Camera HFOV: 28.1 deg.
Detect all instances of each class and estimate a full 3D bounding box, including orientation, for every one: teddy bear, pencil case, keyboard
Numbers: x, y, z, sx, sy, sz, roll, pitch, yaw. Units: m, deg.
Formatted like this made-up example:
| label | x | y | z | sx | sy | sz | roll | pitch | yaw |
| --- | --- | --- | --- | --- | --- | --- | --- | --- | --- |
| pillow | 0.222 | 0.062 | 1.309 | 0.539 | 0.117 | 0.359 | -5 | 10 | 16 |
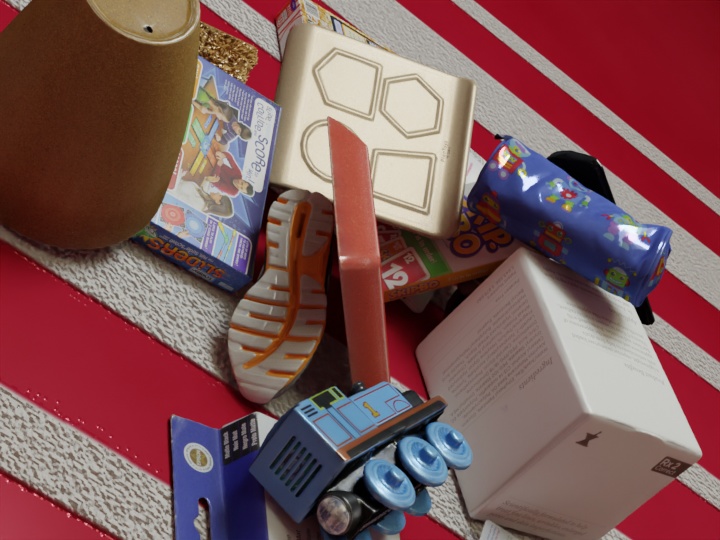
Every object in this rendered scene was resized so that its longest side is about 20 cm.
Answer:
| label | x | y | z | sx | sy | sz | roll | pitch | yaw |
| --- | --- | --- | --- | --- | --- | --- | --- | --- | --- |
| teddy bear | -0.198 | -0.225 | 1.382 | 0.198 | 0.067 | 0.145 | 21 | 9 | -33 |
| pencil case | 0.196 | -0.047 | 1.339 | 0.199 | 0.079 | 0.087 | 32 | 46 | 16 |
| keyboard | 0.237 | -0.040 | 1.427 | 0.040 | 0.104 | 0.202 | -39 | 123 | -26 |

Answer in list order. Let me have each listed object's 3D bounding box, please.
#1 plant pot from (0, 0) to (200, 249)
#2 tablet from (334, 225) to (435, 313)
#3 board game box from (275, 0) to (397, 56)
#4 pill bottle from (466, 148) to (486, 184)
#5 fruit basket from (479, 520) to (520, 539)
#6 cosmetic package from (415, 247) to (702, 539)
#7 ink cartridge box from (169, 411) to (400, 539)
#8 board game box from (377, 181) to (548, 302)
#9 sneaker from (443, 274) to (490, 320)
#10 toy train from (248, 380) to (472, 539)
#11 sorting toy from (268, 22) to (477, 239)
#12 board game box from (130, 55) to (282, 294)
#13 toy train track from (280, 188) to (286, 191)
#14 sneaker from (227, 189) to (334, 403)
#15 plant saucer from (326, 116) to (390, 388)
| label | x | y | z | sx | sy | sz | roll | pitch | yaw |
| --- | --- | --- | --- | --- | --- | --- | --- | --- | --- |
| plant pot | -0.201 | -0.150 | 1.102 | 0.184 | 0.200 | 0.188 | 16 | 52 | -21 |
| tablet | 0.044 | -0.040 | 1.530 | 0.130 | 0.014 | 0.200 | 45 | 29 | -4 |
| board game box | -0.001 | -0.216 | 1.654 | 0.199 | 0.046 | 0.153 | 27 | 34 | -31 |
| pill bottle | 0.073 | -0.088 | 1.497 | 0.199 | 0.113 | 0.114 | 38 | 30 | -13 |
| fruit basket | 0.164 | 0.318 | 1.195 | 0.198 | 0.094 | 0.186 | 30 | 29 | 2 |
| cosmetic package | 0.181 | 0.122 | 1.353 | 0.164 | 0.165 | 0.201 | 21 | 37 | -36 |
| ink cartridge box | -0.048 | 0.204 | 1.077 | 0.199 | 0.041 | 0.201 | 26 | 35 | -32 |
| board game box | 0.090 | -0.034 | 1.410 | 0.030 | 0.197 | 0.096 | 77 | -1 | -59 |
| sneaker | 0.139 | 0.058 | 1.481 | 0.076 | 0.115 | 0.201 | 50 | -11 | 45 |
| toy train | 0.007 | 0.141 | 1.105 | 0.114 | 0.087 | 0.199 | 46 | 27 | 13 |
| sorting toy | 0.009 | -0.133 | 1.400 | 0.198 | 0.037 | 0.187 | 15 | 63 | -12 |
| board game box | -0.143 | -0.095 | 1.276 | 0.135 | 0.034 | 0.202 | 30 | 48 | -27 |
| toy train track | -0.094 | -0.088 | 1.377 | 0.199 | 0.032 | 0.116 | 27 | 44 | -34 |
| sneaker | -0.060 | 0.030 | 1.232 | 0.077 | 0.078 | 0.202 | 13 | 57 | 6 |
| plant saucer | 0.000 | 0.000 | 1.262 | 0.036 | 0.201 | 0.201 | -6 | 42 | -1 |
